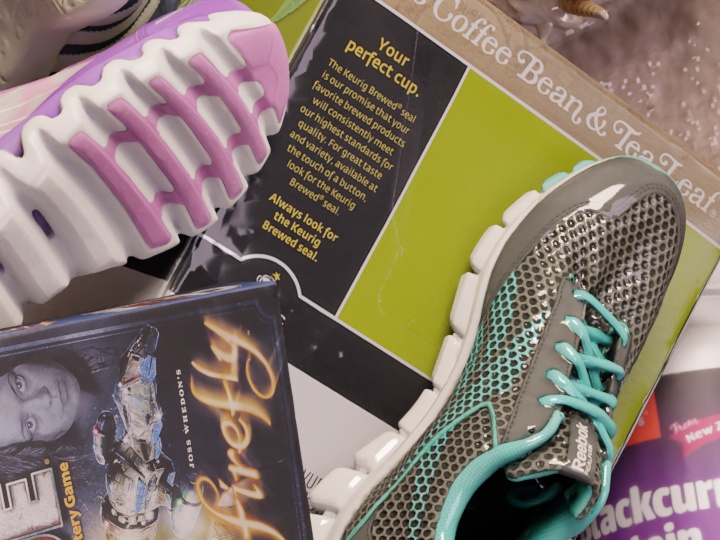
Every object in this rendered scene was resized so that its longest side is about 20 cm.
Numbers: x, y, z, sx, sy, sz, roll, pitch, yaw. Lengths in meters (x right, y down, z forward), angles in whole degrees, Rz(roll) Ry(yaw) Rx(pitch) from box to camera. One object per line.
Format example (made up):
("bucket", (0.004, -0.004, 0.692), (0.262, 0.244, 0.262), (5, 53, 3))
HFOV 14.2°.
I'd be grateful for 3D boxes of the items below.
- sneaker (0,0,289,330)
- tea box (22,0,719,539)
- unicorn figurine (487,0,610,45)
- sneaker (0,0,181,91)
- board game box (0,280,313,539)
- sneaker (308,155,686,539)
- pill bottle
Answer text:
("sneaker", (-0.117, -0.031, 0.937), (0.200, 0.088, 0.081), (-36, 139, -9))
("tea box", (0.000, 0.000, 1.064), (0.200, 0.134, 0.197), (34, 81, -29))
("unicorn figurine", (0.087, -0.152, 1.103), (0.137, 0.200, 0.074), (-10, 147, -31))
("sneaker", (-0.087, -0.113, 0.976), (0.084, 0.200, 0.075), (-25, 83, -33))
("board game box", (-0.074, 0.113, 0.914), (0.135, 0.035, 0.201), (-12, 95, -38))
("sneaker", (0.061, 0.052, 0.977), (0.078, 0.091, 0.200), (38, 78, -30))
("pill bottle", (0.134, 0.088, 1.133), (0.111, 0.111, 0.201), (5, 65, -30))
